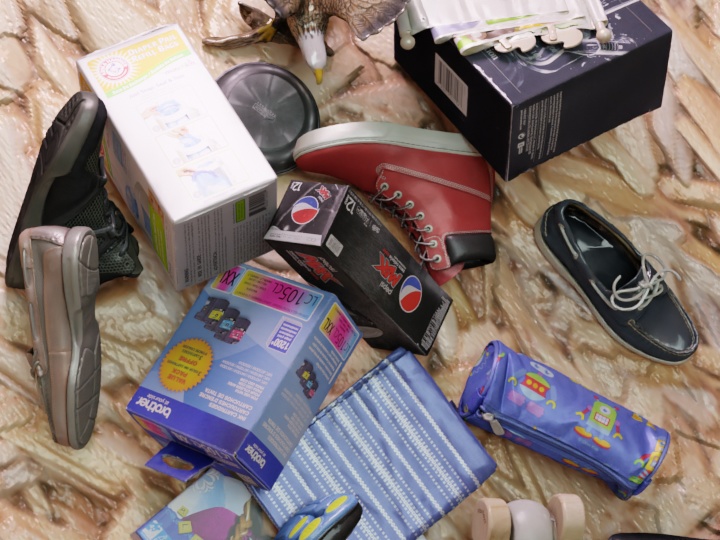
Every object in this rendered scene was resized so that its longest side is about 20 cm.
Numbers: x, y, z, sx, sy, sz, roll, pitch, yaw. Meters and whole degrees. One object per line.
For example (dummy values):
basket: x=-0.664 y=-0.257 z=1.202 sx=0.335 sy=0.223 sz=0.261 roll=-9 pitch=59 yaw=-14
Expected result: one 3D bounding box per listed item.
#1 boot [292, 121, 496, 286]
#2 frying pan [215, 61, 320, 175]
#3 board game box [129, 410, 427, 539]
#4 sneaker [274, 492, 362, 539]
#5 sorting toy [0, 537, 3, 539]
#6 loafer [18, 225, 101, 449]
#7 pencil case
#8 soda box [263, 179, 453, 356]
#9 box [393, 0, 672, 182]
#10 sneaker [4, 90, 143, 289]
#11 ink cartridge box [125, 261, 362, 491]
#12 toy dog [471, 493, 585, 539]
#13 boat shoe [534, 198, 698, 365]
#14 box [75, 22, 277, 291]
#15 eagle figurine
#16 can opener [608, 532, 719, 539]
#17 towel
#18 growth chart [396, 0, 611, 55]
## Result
boot: x=0.034 y=-0.059 z=1.682 sx=0.200 sy=0.072 sz=0.145 roll=5 pitch=77 yaw=-19
frying pan: x=-0.122 y=-0.128 z=1.686 sx=0.190 sy=0.031 sz=0.115 roll=-30 pitch=84 yaw=-22
board game box: x=-0.064 y=0.246 z=1.596 sx=0.199 sy=0.041 sz=0.200 roll=-40 pitch=88 yaw=-20
sneaker: x=-0.049 y=0.282 z=1.532 sx=0.083 sy=0.071 sz=0.200 roll=26 pitch=84 yaw=-18
sorting toy: x=-0.353 y=0.319 z=1.514 sx=0.185 sy=0.036 sz=0.200 roll=46 pitch=66 yaw=0
loafer: x=-0.262 y=0.056 z=1.561 sx=0.063 sy=0.072 sz=0.200 roll=6 pitch=107 yaw=11
pencil case: x=0.186 y=0.141 z=1.664 sx=0.200 sy=0.078 sz=0.087 roll=27 pitch=42 yaw=-5
soda box: x=0.000 y=0.000 z=1.600 sx=0.200 sy=0.071 sz=0.063 roll=47 pitch=60 yaw=-45
box: x=0.158 y=-0.212 z=1.693 sx=0.182 sy=0.104 sz=0.200 roll=-26 pitch=55 yaw=-20
sneaker: x=-0.234 y=-0.062 z=1.577 sx=0.114 sy=0.076 sz=0.200 roll=13 pitch=116 yaw=-18
ink cartridge box: x=-0.108 y=0.102 z=1.570 sx=0.136 sy=0.076 sz=0.200 roll=17 pitch=68 yaw=36
toy dog: x=0.137 y=0.287 z=1.625 sx=0.132 sy=0.096 sz=0.200 roll=24 pitch=87 yaw=-10
boat shoe: x=0.253 y=0.009 z=1.723 sx=0.075 sy=0.062 sz=0.200 roll=-40 pitch=89 yaw=-21
box: x=-0.162 y=-0.102 z=1.592 sx=0.101 sy=0.113 sz=0.200 roll=-24 pitch=62 yaw=-17
eagle figurine: x=-0.044 y=-0.246 z=1.642 sx=0.152 sy=0.200 sz=0.151 roll=-39 pitch=87 yaw=-19
can opener: x=0.321 y=0.271 z=1.684 sx=0.200 sy=0.079 sz=0.063 roll=-1 pitch=115 yaw=-11
towel: x=0.009 y=0.179 z=1.602 sx=0.200 sy=0.024 sz=0.145 roll=-37 pitch=89 yaw=-18
growth chart: x=0.122 y=-0.247 z=1.643 sx=0.200 sy=0.018 sz=0.145 roll=-3 pitch=51 yaw=0
